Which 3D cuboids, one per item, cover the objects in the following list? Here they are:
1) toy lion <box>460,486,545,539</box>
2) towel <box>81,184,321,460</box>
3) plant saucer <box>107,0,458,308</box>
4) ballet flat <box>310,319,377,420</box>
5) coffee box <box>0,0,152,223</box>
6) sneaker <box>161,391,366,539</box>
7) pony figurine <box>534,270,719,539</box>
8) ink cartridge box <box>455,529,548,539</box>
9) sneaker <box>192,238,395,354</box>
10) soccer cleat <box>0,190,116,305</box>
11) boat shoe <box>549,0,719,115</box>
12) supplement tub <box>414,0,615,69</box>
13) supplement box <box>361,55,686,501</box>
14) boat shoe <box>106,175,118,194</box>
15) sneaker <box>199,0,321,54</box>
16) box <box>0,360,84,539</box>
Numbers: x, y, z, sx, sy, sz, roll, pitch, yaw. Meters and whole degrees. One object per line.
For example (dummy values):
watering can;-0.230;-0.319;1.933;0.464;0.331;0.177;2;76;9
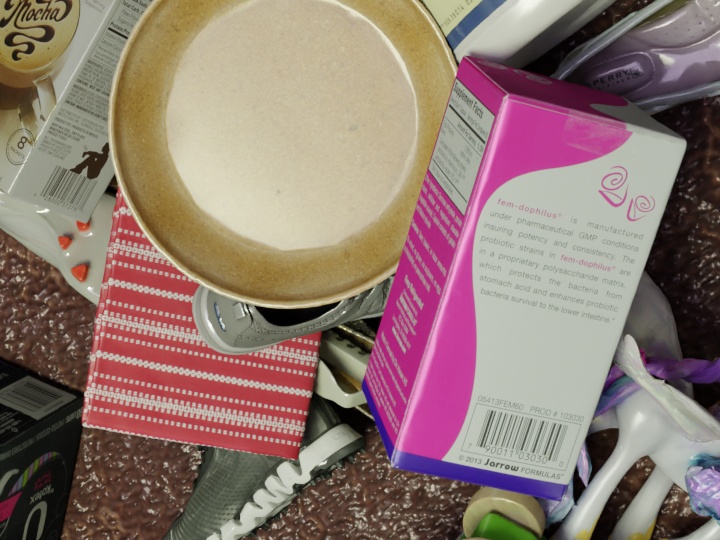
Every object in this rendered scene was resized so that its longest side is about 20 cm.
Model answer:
toy lion;0.092;0.232;0.929;0.199;0.069;0.193;28;127;3
towel;-0.089;0.007;0.976;0.143;0.022;0.202;11;83;-18
plant saucer;-0.040;-0.081;0.883;0.198;0.035;0.202;0;98;3
ballet flat;0.013;0.075;1.018;0.199;0.075;0.068;30;115;15
coffee box;-0.181;-0.149;1.002;0.113;0.080;0.201;34;97;34
sneaker;-0.083;0.133;1.078;0.200;0.066;0.091;-41;78;36
pony figurine;0.172;0.083;0.924;0.192;0.167;0.200;32;114;-21
ink cartridge box;0.112;0.271;1.018;0.200;0.083;0.147;40;116;10
sneaker;0.000;0.000;0.953;0.075;0.199;0.082;65;160;-6
soccer cleat;-0.199;-0.030;1.089;0.199;0.078;0.070;33;81;19
boat shoe;0.196;-0.132;0.890;0.201;0.065;0.075;-20;94;27
supplement tub;0.064;-0.222;0.883;0.145;0.145;0.201;-36;87;27
supplement box;0.080;0.002;0.832;0.100;0.103;0.202;13;107;-14
boat shoe;-0.113;-0.106;1.034;0.199;0.068;0.072;-29;90;27
sneaker;-0.028;-0.127;0.949;0.118;0.074;0.201;-31;116;5
box;-0.289;0.179;1.153;0.105;0.122;0.202;21;111;17
